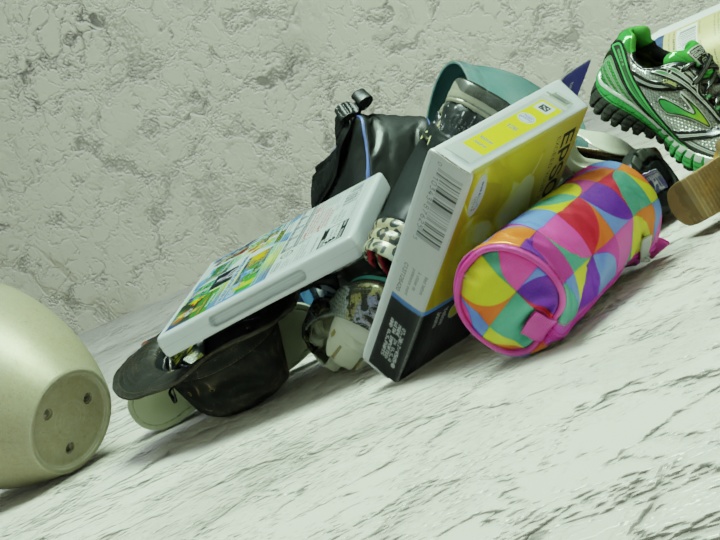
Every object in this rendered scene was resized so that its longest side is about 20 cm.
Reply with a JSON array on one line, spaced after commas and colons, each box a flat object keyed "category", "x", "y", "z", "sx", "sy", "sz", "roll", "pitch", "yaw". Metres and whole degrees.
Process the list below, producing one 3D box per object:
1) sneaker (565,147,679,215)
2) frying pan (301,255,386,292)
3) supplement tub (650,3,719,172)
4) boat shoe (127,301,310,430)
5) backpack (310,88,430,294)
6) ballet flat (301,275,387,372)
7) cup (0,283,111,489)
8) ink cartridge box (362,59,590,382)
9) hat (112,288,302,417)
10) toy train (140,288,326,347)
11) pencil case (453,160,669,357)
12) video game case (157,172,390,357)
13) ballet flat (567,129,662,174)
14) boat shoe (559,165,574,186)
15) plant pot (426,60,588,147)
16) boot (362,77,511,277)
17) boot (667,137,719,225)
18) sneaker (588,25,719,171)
[{"category": "sneaker", "x": 0.194, "y": -0.039, "z": 1.213, "sx": 0.079, "sy": 0.075, "sz": 0.200, "roll": -40, "pitch": -10, "yaw": 35}, {"category": "frying pan", "x": -0.001, "y": 0.000, "z": 1.285, "sx": 0.190, "sy": 0.031, "sz": 0.115, "roll": -25, "pitch": -2, "yaw": 7}, {"category": "supplement tub", "x": 0.365, "y": -0.180, "z": 1.327, "sx": 0.200, "sy": 0.145, "sz": 0.144, "roll": -22, "pitch": 6, "yaw": 34}, {"category": "boat shoe", "x": -0.126, "y": 0.080, "z": 1.408, "sx": 0.199, "sy": 0.075, "sz": 0.066, "roll": -34, "pitch": 15, "yaw": 9}, {"category": "backpack", "x": 0.022, "y": -0.051, "z": 1.458, "sx": 0.154, "sy": 0.200, "sz": 0.190, "roll": 6, "pitch": -14, "yaw": -21}, {"category": "ballet flat", "x": -0.004, "y": 0.050, "z": 1.220, "sx": 0.072, "sy": 0.072, "sz": 0.200, "roll": -26, "pitch": 1, "yaw": -16}, {"category": "cup", "x": -0.319, "y": 0.123, "z": 1.410, "sx": 0.143, "sy": 0.201, "sz": 0.200, "roll": 15, "pitch": 29, "yaw": 34}, {"category": "ink cartridge box", "x": 0.098, "y": -0.035, "z": 1.088, "sx": 0.200, "sy": 0.047, "sz": 0.198, "roll": -29, "pitch": -34, "yaw": -41}, {"category": "hat", "x": -0.112, "y": 0.076, "z": 1.289, "sx": 0.200, "sy": 0.081, "sz": 0.201, "roll": -30, "pitch": 15, "yaw": 9}, {"category": "toy train", "x": -0.126, "y": 0.066, "z": 1.518, "sx": 0.200, "sy": 0.087, "sz": 0.114, "roll": -24, "pitch": 11, "yaw": 6}, {"category": "pencil case", "x": 0.141, "y": -0.012, "z": 1.019, "sx": 0.088, "sy": 0.088, "sz": 0.200, "roll": -21, "pitch": 7, "yaw": 39}, {"category": "video game case", "x": -0.067, "y": -0.008, "z": 1.249, "sx": 0.182, "sy": 0.022, "sz": 0.200, "roll": -28, "pitch": 13, "yaw": 15}, {"category": "ballet flat", "x": 0.184, "y": -0.099, "z": 1.350, "sx": 0.200, "sy": 0.067, "sz": 0.068, "roll": 8, "pitch": 41, "yaw": 29}, {"category": "boat shoe", "x": 0.118, "y": -0.023, "z": 1.249, "sx": 0.200, "sy": 0.065, "sz": 0.073, "roll": -52, "pitch": 2, "yaw": -19}, {"category": "plant pot", "x": 0.152, "y": -0.110, "z": 1.530, "sx": 0.134, "sy": 0.201, "sz": 0.200, "roll": 1, "pitch": -1, "yaw": -13}, {"category": "boot", "x": 0.060, "y": -0.056, "z": 1.184, "sx": 0.154, "sy": 0.073, "sz": 0.204, "roll": -60, "pitch": -7, "yaw": -7}, {"category": "boot", "x": 0.315, "y": -0.093, "z": 1.062, "sx": 0.144, "sy": 0.071, "sz": 0.201, "roll": -30, "pitch": 1, "yaw": -18}, {"category": "sneaker", "x": 0.278, "y": -0.137, "z": 1.242, "sx": 0.200, "sy": 0.085, "sz": 0.078, "roll": 32, "pitch": 40, "yaw": 30}]
